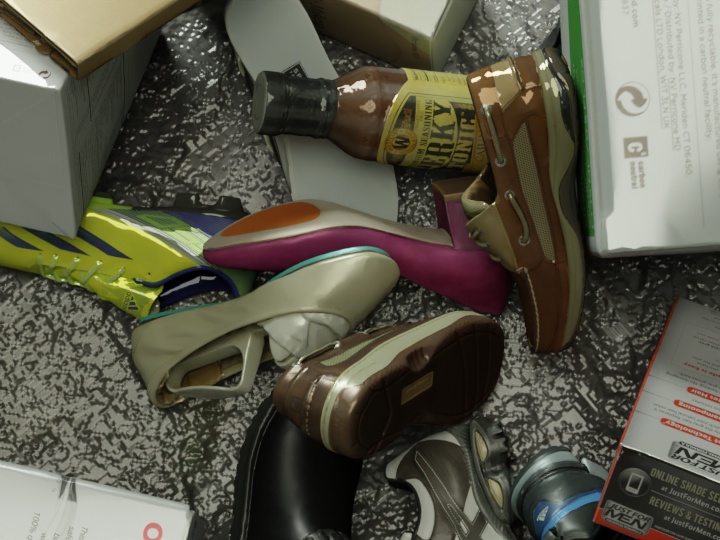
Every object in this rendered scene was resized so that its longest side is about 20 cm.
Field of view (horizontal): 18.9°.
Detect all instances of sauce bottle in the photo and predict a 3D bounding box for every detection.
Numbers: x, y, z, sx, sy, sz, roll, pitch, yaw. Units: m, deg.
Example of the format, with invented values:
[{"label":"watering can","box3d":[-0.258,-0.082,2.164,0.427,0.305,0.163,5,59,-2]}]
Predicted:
[{"label":"sauce bottle","box3d":[0.030,-0.098,1.395,0.199,0.065,0.065,3,75,-15]}]

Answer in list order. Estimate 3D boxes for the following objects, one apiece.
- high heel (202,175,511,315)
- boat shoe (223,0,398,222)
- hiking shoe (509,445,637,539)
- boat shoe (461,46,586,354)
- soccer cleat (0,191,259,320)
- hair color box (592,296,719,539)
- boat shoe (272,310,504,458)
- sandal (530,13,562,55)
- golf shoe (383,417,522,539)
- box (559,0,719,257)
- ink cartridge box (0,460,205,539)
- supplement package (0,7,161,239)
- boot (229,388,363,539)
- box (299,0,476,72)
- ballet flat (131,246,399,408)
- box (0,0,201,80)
[{"label":"high heel","box3d":[0.000,0.000,1.411,0.199,0.067,0.096,-12,112,-12]},{"label":"boat shoe","box3d":[-0.032,-0.102,1.446,0.071,0.064,0.200,-23,99,-4]},{"label":"hiking shoe","box3d":[0.183,0.180,1.328,0.199,0.087,0.075,19,115,-20]},{"label":"boat shoe","box3d":[0.100,-0.043,1.369,0.074,0.076,0.201,-7,113,-3]},{"label":"soccer cleat","box3d":[-0.165,-0.008,1.435,0.199,0.065,0.084,0,81,3]},{"label":"hair color box","box3d":[0.214,0.098,1.324,0.101,0.200,0.061,21,119,9]},{"label":"boat shoe","box3d":[0.018,0.060,1.356,0.075,0.202,0.075,17,105,29]},{"label":"sandal","box3d":[0.159,-0.160,1.466,0.076,0.043,0.200,31,79,10]},{"label":"golf shoe","box3d":[0.074,0.196,1.369,0.094,0.078,0.201,-17,65,2]},{"label":"box","box3d":[0.232,-0.113,1.364,0.199,0.171,0.200,-4,91,2]},{"label":"ink cartridge box","box3d":[-0.212,0.202,1.372,0.199,0.084,0.146,13,77,6]},{"label":"supplement package","box3d":[-0.246,-0.156,1.401,0.191,0.147,0.200,13,52,7]},{"label":"boot","box3d":[-0.013,0.170,1.331,0.079,0.158,0.212,18,82,-33]},{"label":"box","box3d":[-0.023,-0.212,1.464,0.200,0.095,0.078,24,79,10]},{"label":"ballet flat","box3d":[-0.061,0.044,1.386,0.200,0.069,0.070,-19,73,28]},{"label":"box","box3d":[-0.155,-0.216,1.347,0.163,0.021,0.200,39,59,22]}]
